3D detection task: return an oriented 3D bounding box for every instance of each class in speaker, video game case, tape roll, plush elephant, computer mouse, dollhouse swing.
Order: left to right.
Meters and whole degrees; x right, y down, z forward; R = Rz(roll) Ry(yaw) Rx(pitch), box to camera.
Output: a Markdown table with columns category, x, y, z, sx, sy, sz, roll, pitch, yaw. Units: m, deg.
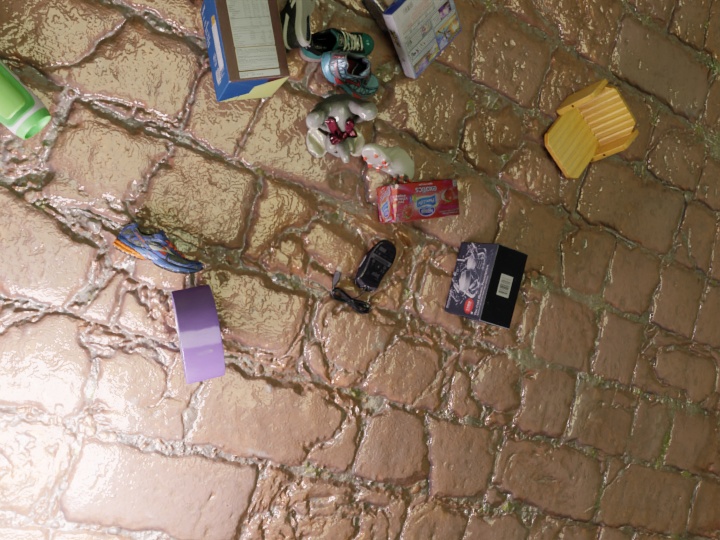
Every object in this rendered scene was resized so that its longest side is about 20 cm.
| category | x | y | z | sx | sy | sz | roll | pitch | yaw |
| --- | --- | --- | --- | --- | --- | --- | --- | --- | --- |
| speaker | -0.716 | -0.362 | 1.111 | 0.089 | 0.088 | 0.201 | -45 | 108 | -13 |
| tape roll | -0.355 | 0.138 | 1.230 | 0.083 | 0.199 | 0.206 | -10 | 97 | -21 |
| plush elephant | -0.050 | -0.333 | 1.356 | 0.160 | 0.201 | 0.158 | -12 | 121 | -7 |
| computer mouse | 0.000 | 0.000 | 1.451 | 0.138 | 0.046 | 0.204 | 22 | 97 | -26 |
| video game case | 0.160 | -0.630 | 1.430 | 0.200 | 0.045 | 0.182 | -48 | 136 | -13 |
| dollhouse swing | 0.668 | -0.397 | 1.635 | 0.201 | 0.180 | 0.177 | 48 | 57 | -18 |

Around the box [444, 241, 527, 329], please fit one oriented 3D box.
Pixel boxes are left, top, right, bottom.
| category | x | y | z | sx | sy | sz | roll | pitch | yaw |
| --- | --- | --- | --- | --- | --- | --- | --- | --- | --- |
| box | 0.332 | 0.036 | 1.513 | 0.102 | 0.181 | 0.205 | 16 | 87 | -21 |

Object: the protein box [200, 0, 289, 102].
| category | x | y | z | sx | sy | sz | roll | pitch | yaw |
| --- | --- | --- | --- | --- | --- | --- | --- | --- | --- |
| protein box | -0.256 | -0.497 | 1.227 | 0.132 | 0.198 | 0.206 | -12 | 98 | -20 |

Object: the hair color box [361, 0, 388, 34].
| category | x | y | z | sx | sy | sz | roll | pitch | yaw |
| --- | --- | --- | --- | --- | --- | --- | --- | --- | --- |
| hair color box | 0.107 | -0.714 | 1.435 | 0.200 | 0.060 | 0.100 | -48 | 108 | -12 |

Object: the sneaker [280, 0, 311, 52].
| category | x | y | z | sx | sy | sz | roll | pitch | yaw |
| --- | --- | --- | --- | --- | --- | --- | --- | --- | --- |
| sneaker | -0.172 | -0.604 | 1.324 | 0.073 | 0.109 | 0.205 | 47 | 40 | -56 |

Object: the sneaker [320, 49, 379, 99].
| category | x | y | z | sx | sy | sz | roll | pitch | yaw |
| --- | --- | --- | --- | --- | --- | --- | --- | --- | --- |
| sneaker | -0.005 | -0.470 | 1.359 | 0.198 | 0.094 | 0.082 | 4 | 87 | -52 |

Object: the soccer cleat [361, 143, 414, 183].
| category | x | y | z | sx | sy | sz | roll | pitch | yaw |
| --- | --- | --- | --- | --- | --- | --- | --- | --- | --- |
| soccer cleat | 0.071 | -0.287 | 1.427 | 0.198 | 0.068 | 0.080 | 21 | 73 | -49 |

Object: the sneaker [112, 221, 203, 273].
| category | x | y | z | sx | sy | sz | roll | pitch | yaw |
| --- | --- | --- | --- | --- | --- | --- | --- | --- | --- |
| sneaker | -0.441 | -0.048 | 1.253 | 0.197 | 0.075 | 0.080 | 24 | 81 | -23 |

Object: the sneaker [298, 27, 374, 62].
| category | x | y | z | sx | sy | sz | roll | pitch | yaw |
| --- | --- | --- | --- | --- | --- | --- | --- | --- | --- |
| sneaker | -0.048 | -0.548 | 1.371 | 0.195 | 0.080 | 0.073 | -14 | 99 | -21 |

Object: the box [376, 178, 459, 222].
| category | x | y | z | sx | sy | sz | roll | pitch | yaw |
| --- | --- | --- | --- | --- | --- | --- | --- | --- | --- |
| box | 0.150 | -0.181 | 1.468 | 0.195 | 0.099 | 0.098 | -9 | 97 | -22 |
